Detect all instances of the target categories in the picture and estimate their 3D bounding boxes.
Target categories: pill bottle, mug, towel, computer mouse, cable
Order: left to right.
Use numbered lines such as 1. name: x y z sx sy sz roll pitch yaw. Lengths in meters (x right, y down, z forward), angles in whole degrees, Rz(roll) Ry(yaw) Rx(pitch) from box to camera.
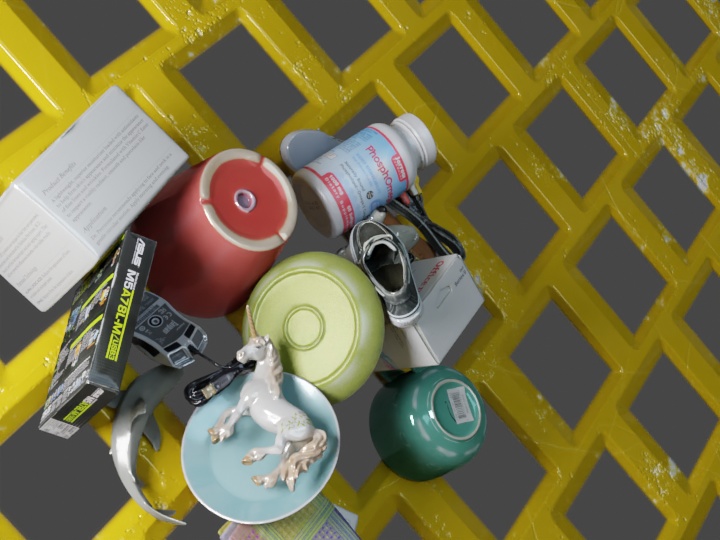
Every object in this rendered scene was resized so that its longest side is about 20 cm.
1. computer mouse: -0.234 0.093 1.500 0.199 0.044 0.110 33 56 22
2. towel: -0.068 0.345 1.441 0.200 0.023 0.144 48 51 -7
3. pill bottle: 0.009 -0.140 1.675 0.199 0.109 0.109 -34 90 -19
4. cable: 0.090 -0.090 1.768 0.201 0.050 0.097 51 34 3
5. mug: 0.092 0.202 1.660 0.184 0.114 0.153 36 54 -16

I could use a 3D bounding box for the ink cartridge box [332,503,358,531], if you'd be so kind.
1. ink cartridge box: -0.100 0.382 1.471 0.145 0.085 0.202 29 54 -20

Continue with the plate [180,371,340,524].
1. plate: -0.121 0.217 1.443 0.197 0.026 0.202 -4 58 6

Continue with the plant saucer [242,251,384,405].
1. plant saucer: -0.067 0.075 1.501 0.031 0.198 0.202 18 52 -69

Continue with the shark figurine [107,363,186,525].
1. shark figurine: -0.268 0.204 1.437 0.127 0.089 0.217 11 62 -28

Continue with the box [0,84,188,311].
1. box: -0.346 -0.086 1.440 0.131 0.199 0.200 44 53 -12

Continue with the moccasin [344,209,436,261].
1. moccasin: 0.024 -0.042 1.757 0.201 0.073 0.078 37 45 -25

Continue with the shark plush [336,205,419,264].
1. shark plush: 0.000 0.000 1.671 0.200 0.083 0.091 -43 83 -2

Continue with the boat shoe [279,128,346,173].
1. boat shoe: -0.059 -0.174 1.751 0.201 0.086 0.076 0 100 -46

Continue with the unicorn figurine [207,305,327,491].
1. unicorn figurine: -0.118 0.168 1.425 0.200 0.074 0.137 44 71 11

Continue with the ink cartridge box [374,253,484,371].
1. ink cartridge box: 0.051 0.063 1.633 0.088 0.199 0.146 56 49 -20

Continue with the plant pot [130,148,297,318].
1. plant pot: -0.184 -0.059 1.552 0.198 0.177 0.203 13 63 -28

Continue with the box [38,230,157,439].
1. box: -0.312 0.079 1.389 0.047 0.200 0.195 23 57 -21

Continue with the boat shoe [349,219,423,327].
1. boat shoe: 0.034 -0.015 1.545 0.071 0.071 0.201 -23 43 -6

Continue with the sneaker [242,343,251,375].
1. sneaker: -0.086 0.177 1.575 0.113 0.075 0.202 -3 69 -32

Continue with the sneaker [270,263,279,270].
1. sneaker: -0.063 0.082 1.571 0.099 0.075 0.202 -10 66 -51
